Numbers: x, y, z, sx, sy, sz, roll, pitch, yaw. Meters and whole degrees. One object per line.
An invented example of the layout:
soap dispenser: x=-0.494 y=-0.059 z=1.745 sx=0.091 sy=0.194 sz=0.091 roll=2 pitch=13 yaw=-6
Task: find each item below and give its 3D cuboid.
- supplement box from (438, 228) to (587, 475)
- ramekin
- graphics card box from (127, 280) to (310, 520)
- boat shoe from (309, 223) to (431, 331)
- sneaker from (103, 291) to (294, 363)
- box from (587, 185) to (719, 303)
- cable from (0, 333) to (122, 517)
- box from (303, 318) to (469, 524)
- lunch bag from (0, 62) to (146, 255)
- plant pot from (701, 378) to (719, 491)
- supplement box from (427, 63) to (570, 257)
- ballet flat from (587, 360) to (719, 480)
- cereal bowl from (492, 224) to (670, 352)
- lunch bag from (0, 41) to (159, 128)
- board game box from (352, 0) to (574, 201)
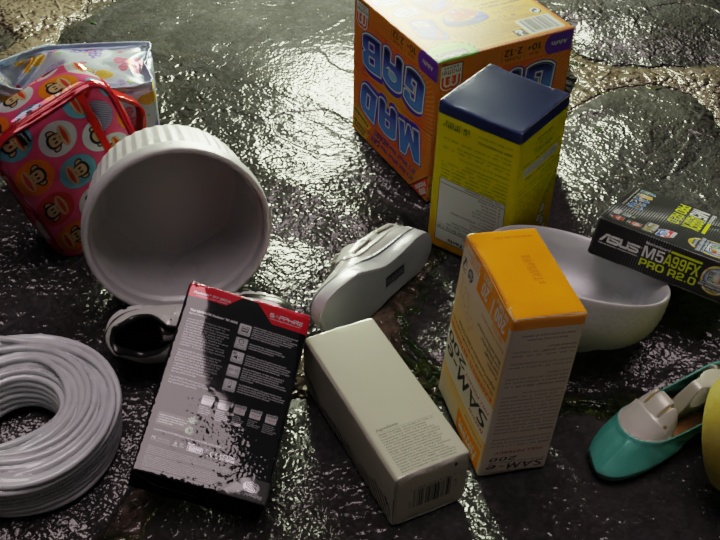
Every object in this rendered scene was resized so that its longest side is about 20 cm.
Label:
supplement box: x=0.136 y=0.078 z=1.013 sx=0.073 sy=0.200 sz=0.126 roll=-6 pitch=40 yaw=-14
ramekin: x=-0.205 y=-0.063 z=1.176 sx=0.200 sy=0.201 sz=0.105 roll=-9 pitch=32 yaw=-13
graphics card box: x=-0.128 y=0.119 z=1.007 sx=0.125 sy=0.051 sz=0.200 roll=17 pitch=56 yaw=-9
boat shoe: x=0.000 y=0.000 z=1.201 sx=0.066 sy=0.072 sz=0.200 roll=23 pitch=44 yaw=30
sneaker: x=-0.164 y=0.065 z=1.097 sx=0.199 sy=0.074 sz=0.080 roll=-8 pitch=2 yaw=-2
box: x=0.359 y=-0.033 z=1.216 sx=0.160 sy=0.044 sz=0.200 roll=23 pitch=23 yaw=19
cable: x=-0.325 y=0.143 z=1.019 sx=0.199 sy=0.069 sz=0.200 roll=-3 pitch=41 yaw=-7
box: x=0.020 y=0.140 z=1.037 sx=0.082 sy=0.069 sz=0.200 roll=-15 pitch=43 yaw=-20
lunch bag: x=-0.318 y=-0.131 z=1.226 sx=0.176 sy=0.200 sz=0.082 roll=-38 pitch=51 yaw=-15
plant pot: x=0.393 y=0.151 z=0.970 sx=0.142 sy=0.200 sz=0.200 roll=0 pitch=33 yaw=36
supplement box: x=0.156 y=-0.114 z=1.240 sx=0.109 sy=0.200 sz=0.109 roll=28 pitch=46 yaw=27
ballet flat: x=0.304 y=0.136 z=1.052 sx=0.200 sy=0.071 sz=0.067 roll=-21 pitch=45 yaw=-24
cereal bowl: x=0.220 y=0.028 z=1.146 sx=0.200 sy=0.084 sz=0.200 roll=14 pitch=23 yaw=-6
lunch bag: x=-0.349 y=-0.187 z=1.328 sx=0.199 sy=0.170 sz=0.127 roll=-7 pitch=42 yaw=-9
board game box: x=0.124 y=-0.246 z=1.395 sx=0.200 sy=0.200 sz=0.200 roll=-19 pitch=44 yaw=-22
